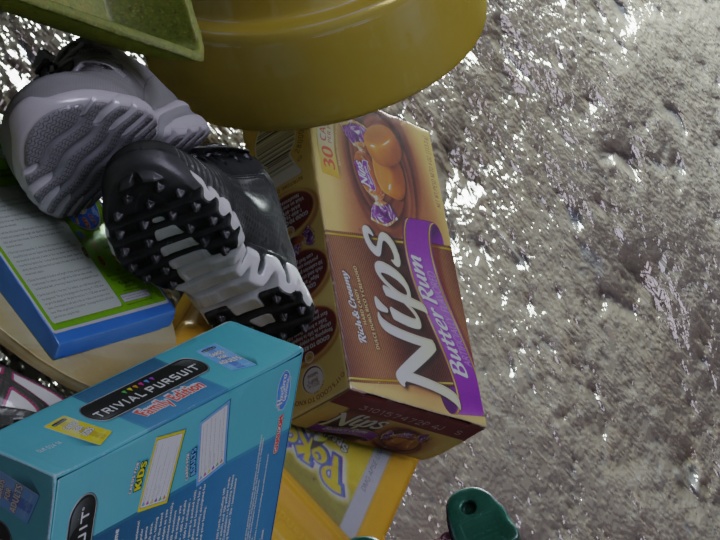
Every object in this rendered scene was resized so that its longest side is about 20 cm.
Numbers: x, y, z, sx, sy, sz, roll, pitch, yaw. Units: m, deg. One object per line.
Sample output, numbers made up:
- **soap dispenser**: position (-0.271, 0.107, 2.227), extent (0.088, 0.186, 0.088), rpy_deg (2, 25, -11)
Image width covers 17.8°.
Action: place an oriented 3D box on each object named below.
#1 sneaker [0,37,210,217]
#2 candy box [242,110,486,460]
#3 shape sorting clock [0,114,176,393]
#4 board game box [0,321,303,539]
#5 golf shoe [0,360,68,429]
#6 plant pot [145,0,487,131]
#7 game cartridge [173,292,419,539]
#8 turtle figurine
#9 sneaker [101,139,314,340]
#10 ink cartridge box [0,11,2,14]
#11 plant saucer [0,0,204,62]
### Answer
- **sneaker**: position (-0.146, -0.079, 1.168), extent (0.082, 0.075, 0.200), rpy_deg (46, 8, 7)
- **candy box**: position (0.000, 0.000, 1.318), extent (0.117, 0.056, 0.200), rpy_deg (20, 50, -44)
- **shape sorting clock**: position (-0.168, -0.013, 1.146), extent (0.200, 0.039, 0.200), rpy_deg (45, 21, -22)
- **board game box**: position (-0.108, 0.123, 1.066), extent (0.200, 0.047, 0.151), rpy_deg (-25, 130, -56)
- **golf shoe**: position (-0.186, 0.057, 1.071), extent (0.200, 0.077, 0.088), rpy_deg (23, 40, -45)
- **plant pot**: position (-0.042, -0.209, 1.285), extent (0.201, 0.201, 0.189), rpy_deg (-67, 151, -50)
- **game cartridge**: position (-0.042, 0.084, 1.276), extent (0.176, 0.032, 0.200), rpy_deg (49, 34, -17)
- **turtle figurine**: position (0.052, 0.191, 1.255), extent (0.101, 0.150, 0.200), rpy_deg (44, -11, 32)
- **sneaker**: position (-0.085, -0.033, 1.190), extent (0.200, 0.066, 0.091), rpy_deg (46, 28, -60)
- **ink cartridge box**: position (-0.213, -0.235, 1.239), extent (0.145, 0.083, 0.200), rpy_deg (47, 36, -19)
- **plant saucer**: position (-0.174, -0.198, 1.126), extent (0.200, 0.048, 0.200), rpy_deg (13, 56, -59)
